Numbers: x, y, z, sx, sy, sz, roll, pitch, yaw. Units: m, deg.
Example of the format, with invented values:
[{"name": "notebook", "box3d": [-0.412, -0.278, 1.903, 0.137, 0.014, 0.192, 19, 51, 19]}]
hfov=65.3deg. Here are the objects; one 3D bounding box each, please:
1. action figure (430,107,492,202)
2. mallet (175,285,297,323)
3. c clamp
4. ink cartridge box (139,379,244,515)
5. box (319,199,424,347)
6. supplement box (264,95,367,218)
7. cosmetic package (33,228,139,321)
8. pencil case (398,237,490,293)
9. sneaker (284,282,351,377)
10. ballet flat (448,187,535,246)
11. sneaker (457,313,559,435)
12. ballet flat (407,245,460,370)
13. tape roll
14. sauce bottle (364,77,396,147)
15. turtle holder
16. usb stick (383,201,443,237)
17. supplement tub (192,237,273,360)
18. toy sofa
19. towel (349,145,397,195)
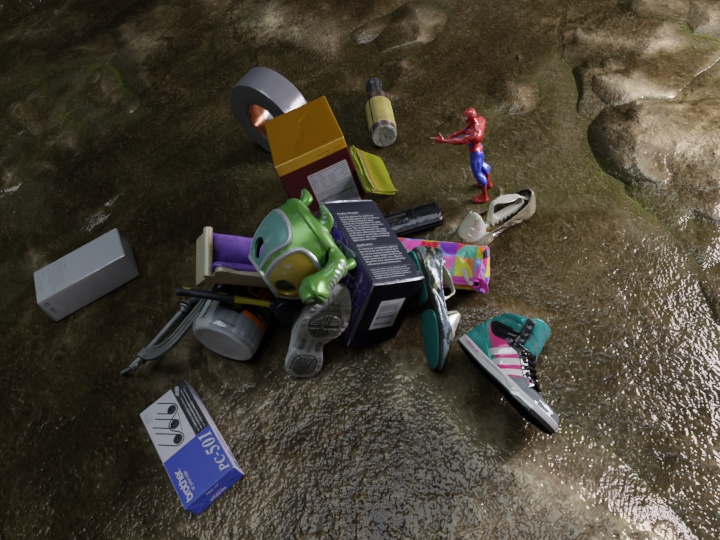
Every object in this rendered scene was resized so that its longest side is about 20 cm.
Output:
[{"name": "action figure", "box3d": [0.192, -0.219, 1.052, 0.097, 0.202, 0.066, 7, 54, 21]}, {"name": "mallet", "box3d": [-0.202, 0.045, 0.933, 0.196, 0.042, 0.066, 12, 12, -11]}, {"name": "c clamp", "box3d": [-0.355, 0.108, 1.047, 0.169, 0.027, 0.201, -15, 32, 49]}, {"name": "ink cartridge box", "box3d": [-0.278, 0.282, 0.918, 0.093, 0.045, 0.200, -37, 53, -11]}, {"name": "box", "box3d": [0.000, 0.000, 0.957, 0.102, 0.150, 0.201, -6, 46, -31]}, {"name": "supplement box", "box3d": [-0.078, -0.187, 1.086, 0.130, 0.202, 0.199, -22, 39, 1]}, {"name": "cosmetic package", "box3d": [-0.583, 0.008, 1.198, 0.197, 0.075, 0.102, -29, 51, -8]}, {"name": "pencil case", "box3d": [0.134, -0.011, 0.990, 0.196, 0.089, 0.090, 6, 55, 24]}, {"name": "sneaker", "box3d": [-0.078, 0.081, 0.932, 0.077, 0.201, 0.100, 17, 37, -23]}, {"name": "ballet flat", "box3d": [0.236, -0.094, 1.026, 0.198, 0.076, 0.068, -31, 54, -7]}, {"name": "sneaker", "box3d": [0.252, 0.138, 0.849, 0.120, 0.084, 0.200, -40, 51, -3]}, {"name": "ballet flat", "box3d": [0.129, 0.057, 0.917, 0.073, 0.074, 0.205, -11, 86, 8]}, {"name": "tape roll", "box3d": [-0.199, -0.353, 1.271, 0.198, 0.202, 0.067, 23, 62, 30]}, {"name": "sauce bottle", "box3d": [0.043, -0.373, 1.301, 0.063, 0.065, 0.203, -12, 53, 7]}, {"name": "turtle holder", "box3d": [-0.085, -0.015, 0.835, 0.131, 0.141, 0.186, -35, 67, -8]}, {"name": "usb stick", "box3d": [0.065, -0.087, 1.101, 0.196, 0.033, 0.056, -15, 58, 5]}, {"name": "supplement tub", "box3d": [-0.210, 0.048, 1.023, 0.120, 0.123, 0.203, 8, 57, 21]}, {"name": "toy sofa", "box3d": [-0.168, -0.017, 0.936, 0.097, 0.197, 0.085, -26, 63, 52]}, {"name": "towel", "box3d": [0.029, -0.189, 1.080, 0.018, 0.200, 0.088, -22, 89, 18]}]
